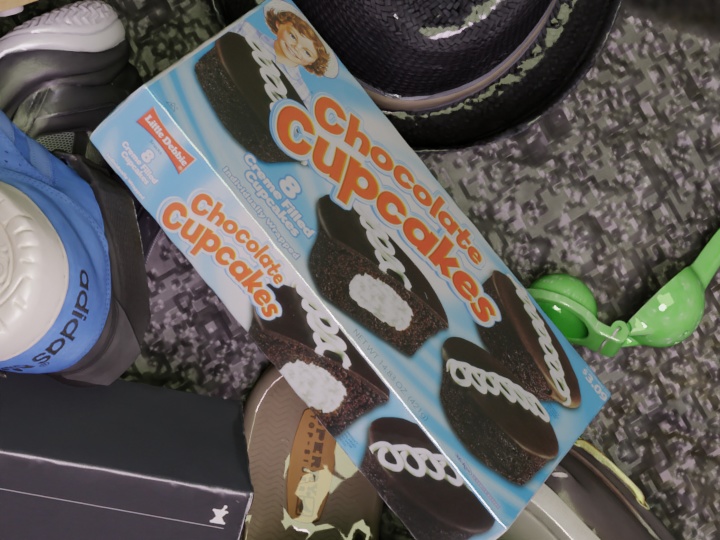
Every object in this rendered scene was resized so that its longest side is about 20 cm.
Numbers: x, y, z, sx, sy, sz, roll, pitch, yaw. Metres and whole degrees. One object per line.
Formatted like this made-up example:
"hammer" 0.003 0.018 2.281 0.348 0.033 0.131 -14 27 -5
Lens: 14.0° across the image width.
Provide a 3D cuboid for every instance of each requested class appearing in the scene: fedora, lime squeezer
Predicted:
"fedora" 0.030 -0.148 1.120 0.199 0.092 0.202 1 87 -11
"lime squeezer" 0.093 -0.001 1.155 0.199 0.038 0.071 -10 89 -11

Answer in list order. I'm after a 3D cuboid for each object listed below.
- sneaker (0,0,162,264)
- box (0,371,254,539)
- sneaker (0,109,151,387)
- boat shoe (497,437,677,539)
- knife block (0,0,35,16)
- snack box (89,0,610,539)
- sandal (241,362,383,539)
"sneaker" -0.147 -0.006 1.087 0.200 0.075 0.114 -36 92 -13
"box" -0.152 0.106 1.056 0.199 0.079 0.142 11 115 -11
"sneaker" -0.147 -0.036 1.024 0.077 0.111 0.200 -47 62 6
"boat shoe" 0.118 0.147 1.136 0.202 0.072 0.061 52 41 -6
"knife block" -0.101 -0.200 1.064 0.199 0.064 0.177 -26 109 -37
"snack box" 0.000 0.000 1.063 0.037 0.116 0.200 -38 93 32
"sandal" -0.022 0.128 1.117 0.080 0.054 0.201 6 86 -11
